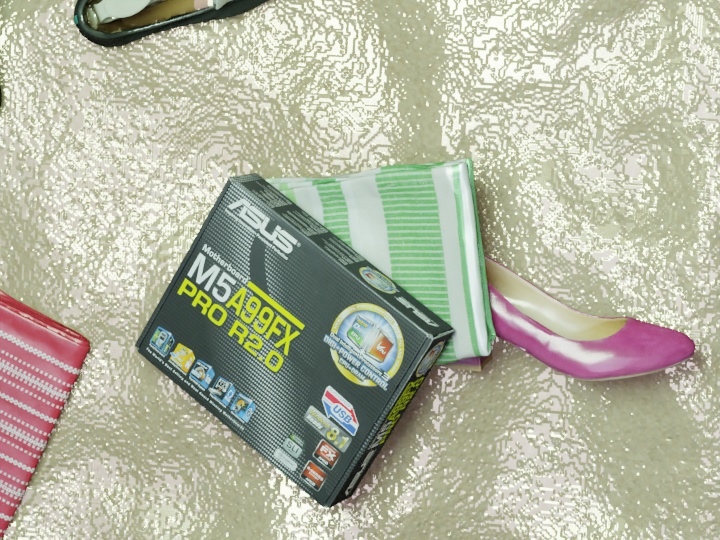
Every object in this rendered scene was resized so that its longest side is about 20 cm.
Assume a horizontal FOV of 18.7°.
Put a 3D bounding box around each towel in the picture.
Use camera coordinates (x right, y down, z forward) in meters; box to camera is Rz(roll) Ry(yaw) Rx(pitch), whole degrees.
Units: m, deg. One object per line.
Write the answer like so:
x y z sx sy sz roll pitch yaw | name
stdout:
-0.310 0.109 1.702 0.144 0.022 0.201 27 101 3 | towel
0.000 0.000 1.613 0.199 0.023 0.154 -6 95 27 | towel

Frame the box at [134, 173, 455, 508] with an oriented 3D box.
-0.051 0.051 1.609 0.200 0.044 0.161 38 112 17 | box

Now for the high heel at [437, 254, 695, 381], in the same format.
0.146 0.025 1.601 0.198 0.067 0.097 3 107 22 | high heel

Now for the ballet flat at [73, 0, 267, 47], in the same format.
-0.122 -0.213 1.616 0.199 0.068 0.068 -23 91 10 | ballet flat
